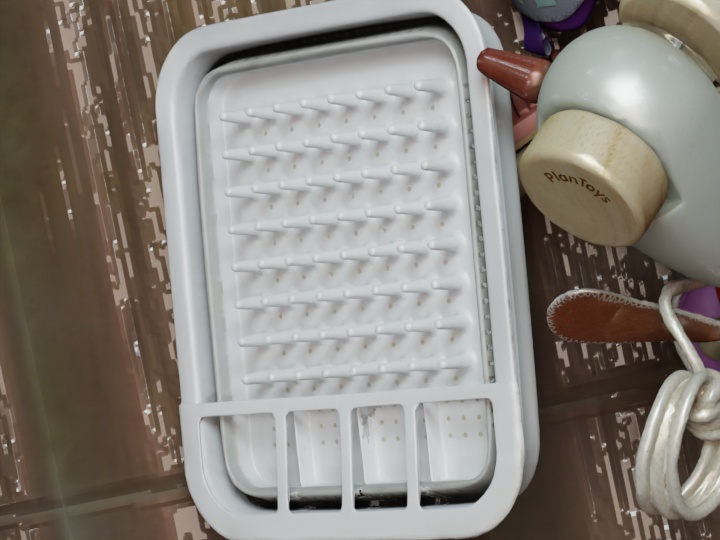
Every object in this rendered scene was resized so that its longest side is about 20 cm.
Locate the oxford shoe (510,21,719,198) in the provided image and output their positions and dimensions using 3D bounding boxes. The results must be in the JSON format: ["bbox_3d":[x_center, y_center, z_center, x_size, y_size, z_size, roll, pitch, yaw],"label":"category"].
[{"bbox_3d":[0.114,-0.060,1.119,0.199,0.071,0.075,-31,106,12],"label":"oxford shoe"}]

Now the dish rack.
[{"bbox_3d":[0.000,0.000,1.109,0.171,0.043,0.202,-6,89,42],"label":"dish rack"}]

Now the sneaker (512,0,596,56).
[{"bbox_3d":[0.121,-0.171,1.130,0.200,0.088,0.074,-39,52,-15],"label":"sneaker"}]

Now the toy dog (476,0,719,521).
[{"bbox_3d":[0.100,-0.022,1.045,0.096,0.132,0.201,18,132,40],"label":"toy dog"}]

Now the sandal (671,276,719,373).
[{"bbox_3d":[0.209,0.059,1.119,0.202,0.050,0.083,38,92,4],"label":"sandal"}]
